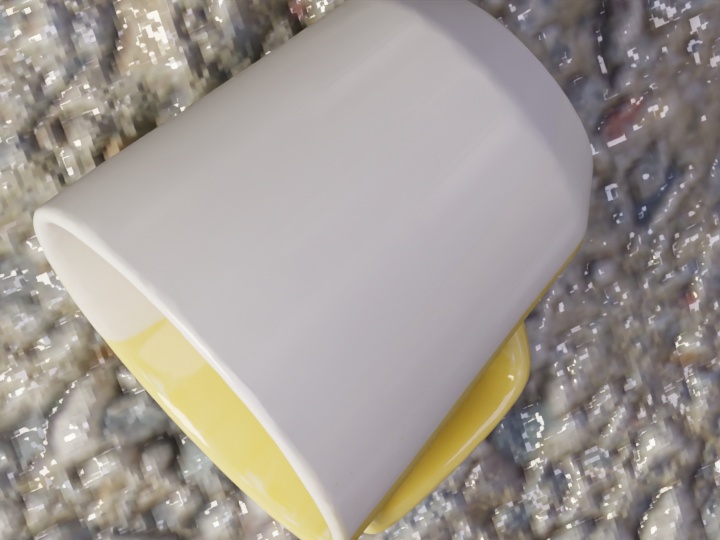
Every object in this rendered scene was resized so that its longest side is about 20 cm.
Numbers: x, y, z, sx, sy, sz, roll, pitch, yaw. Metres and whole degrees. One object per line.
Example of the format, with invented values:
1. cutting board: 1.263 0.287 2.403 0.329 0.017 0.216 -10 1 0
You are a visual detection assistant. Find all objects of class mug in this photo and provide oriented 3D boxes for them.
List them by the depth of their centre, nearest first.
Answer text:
1. mug: -0.005 -0.007 0.803 0.153 0.187 0.149 -43 82 -14
